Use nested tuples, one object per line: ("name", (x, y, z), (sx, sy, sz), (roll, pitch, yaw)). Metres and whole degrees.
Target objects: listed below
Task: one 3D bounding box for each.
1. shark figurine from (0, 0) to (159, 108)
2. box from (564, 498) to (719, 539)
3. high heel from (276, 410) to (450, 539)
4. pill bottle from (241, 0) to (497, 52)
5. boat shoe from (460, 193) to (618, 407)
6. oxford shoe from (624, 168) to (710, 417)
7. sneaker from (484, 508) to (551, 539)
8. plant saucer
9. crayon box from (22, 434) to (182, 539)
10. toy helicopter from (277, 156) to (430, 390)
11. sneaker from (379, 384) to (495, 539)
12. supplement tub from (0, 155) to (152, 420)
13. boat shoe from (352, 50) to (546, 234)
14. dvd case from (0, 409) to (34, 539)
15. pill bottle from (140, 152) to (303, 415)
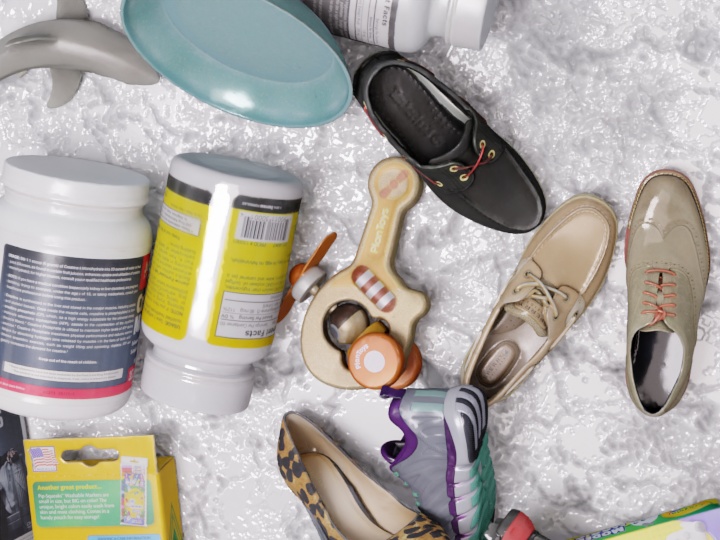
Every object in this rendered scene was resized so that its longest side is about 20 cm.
("shark figurine", (-0.293, -0.172, 1.320), (0.213, 0.089, 0.129), (-25, 92, 12))
("box", (0.220, 0.274, 1.299), (0.198, 0.048, 0.118), (-17, 89, 9))
("high heel", (-0.002, 0.182, 1.280), (0.071, 0.200, 0.144), (-28, 99, -30))
("pill bottle", (0.010, -0.237, 1.237), (0.198, 0.111, 0.112), (15, 101, 8))
("boat shoe", (0.148, 0.030, 1.278), (0.071, 0.065, 0.201), (30, 103, 5))
("oxford shoe", (0.247, 0.021, 1.252), (0.070, 0.075, 0.202), (0, 99, 11))
("sneaker", (0.112, 0.300, 1.258), (0.097, 0.071, 0.202), (28, 97, 13))
("plant saucer", (-0.094, -0.185, 1.246), (0.198, 0.200, 0.036), (18, 67, 8))
("crayon box", (-0.225, 0.240, 1.389), (0.125, 0.052, 0.202), (-3, 99, 11))
("toy helicopter", (0.000, 0.000, 1.309), (0.131, 0.079, 0.202), (16, 91, 17))
("sneaker", (0.064, 0.174, 1.299), (0.087, 0.075, 0.201), (7, 124, 18))
("supplement tub", (-0.251, 0.014, 1.312), (0.139, 0.140, 0.202), (11, 101, 9))
("boat shoe", (0.074, -0.097, 1.260), (0.201, 0.063, 0.074), (42, 96, -13))
("dvd case", (-0.342, 0.172, 1.350), (0.025, 0.150, 0.202), (-4, 99, 28))
("pill bottle", (-0.121, 0.011, 1.301), (0.113, 0.114, 0.202), (14, 101, 8))
